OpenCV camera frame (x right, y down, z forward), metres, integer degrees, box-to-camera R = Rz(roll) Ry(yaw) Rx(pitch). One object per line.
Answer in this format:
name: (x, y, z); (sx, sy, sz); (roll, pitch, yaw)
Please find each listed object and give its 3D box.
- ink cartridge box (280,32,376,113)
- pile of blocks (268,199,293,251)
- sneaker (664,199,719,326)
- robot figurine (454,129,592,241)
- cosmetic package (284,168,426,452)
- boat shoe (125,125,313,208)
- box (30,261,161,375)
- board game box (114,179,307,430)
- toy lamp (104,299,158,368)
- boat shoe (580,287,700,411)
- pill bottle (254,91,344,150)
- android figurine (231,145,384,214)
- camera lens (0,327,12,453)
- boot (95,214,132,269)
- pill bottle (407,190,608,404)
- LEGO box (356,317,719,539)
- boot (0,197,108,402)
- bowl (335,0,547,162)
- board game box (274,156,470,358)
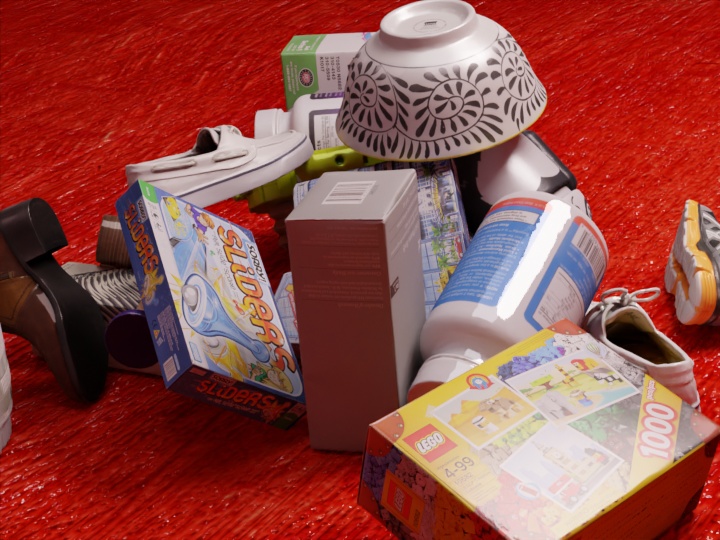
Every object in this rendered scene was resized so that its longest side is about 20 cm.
ink cartridge box: (0.012, -0.213, 1.787); (0.197, 0.146, 0.084); (0, 24, 12)
pile of blocks: (-0.006, -0.028, 1.444); (0.198, 0.082, 0.063); (3, 64, 27)
sneaker: (0.322, -0.001, 1.311); (0.076, 0.079, 0.201); (9, 27, 2)
robot figurine: (0.128, -0.071, 1.371); (0.150, 0.200, 0.125); (-44, -10, 1)
cosmetic package: (0.002, 0.033, 1.137); (0.089, 0.202, 0.107); (-1, 25, 17)
boat shoe: (-0.133, -0.105, 1.371); (0.199, 0.066, 0.072); (-23, 16, -27)
box: (-0.208, 0.045, 1.330); (0.198, 0.069, 0.082); (5, 26, 26)
board game box: (-0.122, 0.027, 1.188); (0.135, 0.034, 0.201); (25, 32, -44)
toy lamp: (-0.170, 0.013, 1.242); (0.057, 0.059, 0.201); (-3, 28, 8)
boat shoe: (0.217, 0.050, 1.184); (0.074, 0.087, 0.202); (-9, 23, -8)
pill bottle: (-0.020, -0.153, 1.697); (0.197, 0.113, 0.112); (-3, 23, 6)
android figurine: (-0.038, -0.095, 1.514); (0.197, 0.042, 0.182); (-10, -4, -2)
camera lens: (-0.372, 0.056, 1.174); (0.158, 0.202, 0.160); (-5, 23, 2)
boot: (-0.180, -0.009, 1.439); (0.153, 0.078, 0.200); (13, -14, -6)
pill bottle: (0.113, 0.042, 1.148); (0.111, 0.113, 0.201); (8, 48, 31)
LEGO box: (0.121, 0.132, 0.975); (0.199, 0.078, 0.149); (-25, 47, -37)
boot: (-0.334, 0.056, 1.292); (0.198, 0.190, 0.068); (-24, 3, 22)
bowl: (0.066, -0.188, 1.325); (0.198, 0.095, 0.201); (-9, 30, 5)
board game box: (0.000, 0.000, 1.278); (0.198, 0.202, 0.062); (-13, -20, 10)
